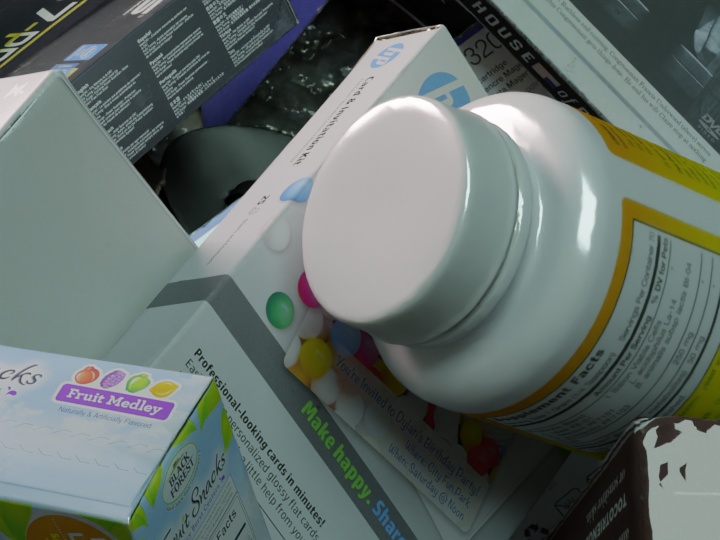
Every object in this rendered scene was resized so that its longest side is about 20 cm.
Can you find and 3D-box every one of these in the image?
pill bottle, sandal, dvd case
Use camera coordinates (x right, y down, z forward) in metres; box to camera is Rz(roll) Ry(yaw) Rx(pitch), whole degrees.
[{"bbox_3d":[0.078,0.007,1.006,0.200,0.109,0.109,21,43,-40],"label":"pill bottle"},{"bbox_3d":[0.000,0.000,1.194,0.075,0.045,0.200,-39,67,-25],"label":"sandal"},{"bbox_3d":[0.134,-0.142,1.176,0.150,0.025,0.200,44,69,-9],"label":"dvd case"}]

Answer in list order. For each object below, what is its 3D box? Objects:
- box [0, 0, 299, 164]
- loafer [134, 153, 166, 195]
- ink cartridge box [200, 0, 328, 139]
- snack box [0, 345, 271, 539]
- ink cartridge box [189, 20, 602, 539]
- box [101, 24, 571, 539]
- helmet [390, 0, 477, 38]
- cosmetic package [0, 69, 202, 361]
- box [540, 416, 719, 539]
[{"bbox_3d":[-0.144,-0.057,1.153,0.161,0.049,0.200,3,37,47],"label":"box"},{"bbox_3d":[-0.104,0.038,1.142,0.071,0.073,0.200,24,58,-21],"label":"loafer"},{"bbox_3d":[-0.045,-0.189,1.233,0.047,0.198,0.200,14,48,-27],"label":"ink cartridge box"},{"bbox_3d":[-0.107,0.112,0.966,0.168,0.200,0.068,8,49,25],"label":"snack box"},{"bbox_3d":[0.051,0.025,1.153,0.196,0.043,0.200,-37,78,-19],"label":"ink cartridge box"},{"bbox_3d":[0.004,0.036,1.037,0.200,0.041,0.156,-51,118,-35],"label":"box"},{"bbox_3d":[0.070,-0.193,1.276,0.200,0.200,0.191,-27,46,-27],"label":"helmet"},{"bbox_3d":[-0.098,0.038,1.026,0.200,0.090,0.107,53,57,-22],"label":"cosmetic package"},{"bbox_3d":[0.155,0.171,1.003,0.166,0.164,0.200,3,66,-11],"label":"box"}]
